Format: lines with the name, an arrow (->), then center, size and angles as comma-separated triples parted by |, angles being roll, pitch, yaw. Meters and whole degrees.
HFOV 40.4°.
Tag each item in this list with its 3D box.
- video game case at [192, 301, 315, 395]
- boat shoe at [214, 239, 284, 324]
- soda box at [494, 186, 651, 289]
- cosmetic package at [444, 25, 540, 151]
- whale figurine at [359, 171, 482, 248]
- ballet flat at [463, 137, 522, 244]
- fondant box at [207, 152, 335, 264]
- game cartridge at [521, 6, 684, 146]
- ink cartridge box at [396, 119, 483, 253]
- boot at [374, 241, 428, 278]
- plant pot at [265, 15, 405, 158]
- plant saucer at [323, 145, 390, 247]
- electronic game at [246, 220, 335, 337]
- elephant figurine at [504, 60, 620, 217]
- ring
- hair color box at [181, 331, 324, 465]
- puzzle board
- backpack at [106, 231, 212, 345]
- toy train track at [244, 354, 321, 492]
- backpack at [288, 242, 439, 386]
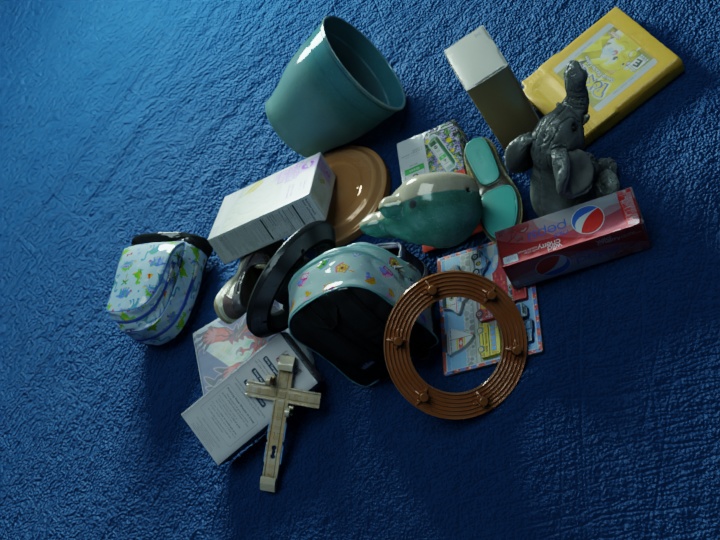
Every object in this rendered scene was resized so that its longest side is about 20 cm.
video game case -> -0.178, 0.129, 1.594 | 0.199, 0.023, 0.183 | -31, 49, 13
boat shoe -> -0.168, 0.007, 1.606 | 0.065, 0.072, 0.200 | -13, 32, 38
soda box -> 0.292, -0.042, 1.352 | 0.199, 0.070, 0.064 | -18, 54, 16
cosmetic package -> 0.209, -0.258, 1.468 | 0.071, 0.200, 0.105 | -31, 48, 12
whale figurine -> 0.089, -0.073, 1.442 | 0.200, 0.159, 0.104 | -22, 74, 43
ballet flat -> 0.205, -0.113, 1.470 | 0.070, 0.071, 0.201 | -26, 54, 17
fondant box -> -0.145, -0.104, 1.626 | 0.199, 0.058, 0.145 | -22, 29, 19
game cartridge -> 0.365, -0.297, 1.506 | 0.200, 0.032, 0.177 | -38, 48, 6
ink cartridge box -> 0.124, -0.135, 1.546 | 0.109, 0.050, 0.201 | -21, 52, 20
boot -> 0.000, 0.000, 1.513 | 0.199, 0.090, 0.073 | -13, 55, 26
plant pot -> -0.056, -0.299, 1.688 | 0.188, 0.200, 0.201 | -39, 46, 26
plant saucer -> -0.043, -0.130, 1.666 | 0.199, 0.032, 0.201 | -17, 53, 23
electronic game -> -0.102, 0.014, 1.460 | 0.042, 0.200, 0.200 | 32, 81, 18
elephant figurine -> 0.273, -0.162, 1.364 | 0.141, 0.200, 0.156 | -12, 55, 26
ring -> 0.130, 0.101, 1.318 | 0.201, 0.200, 0.019 | -51, 6, -5
hair color box -> -0.163, 0.194, 1.490 | 0.200, 0.061, 0.100 | -40, 81, 5
puzzle board -> 0.182, 0.046, 1.415 | 0.150, 0.017, 0.201 | -17, 53, 24
backpack -> -0.359, 0.031, 1.712 | 0.162, 0.154, 0.201 | -1, 73, 25
toy train track -> -0.123, 0.225, 1.434 | 0.114, 0.033, 0.201 | 8, 90, 9
backpack -> -0.005, 0.051, 1.392 | 0.175, 0.200, 0.154 | -31, 47, 33
